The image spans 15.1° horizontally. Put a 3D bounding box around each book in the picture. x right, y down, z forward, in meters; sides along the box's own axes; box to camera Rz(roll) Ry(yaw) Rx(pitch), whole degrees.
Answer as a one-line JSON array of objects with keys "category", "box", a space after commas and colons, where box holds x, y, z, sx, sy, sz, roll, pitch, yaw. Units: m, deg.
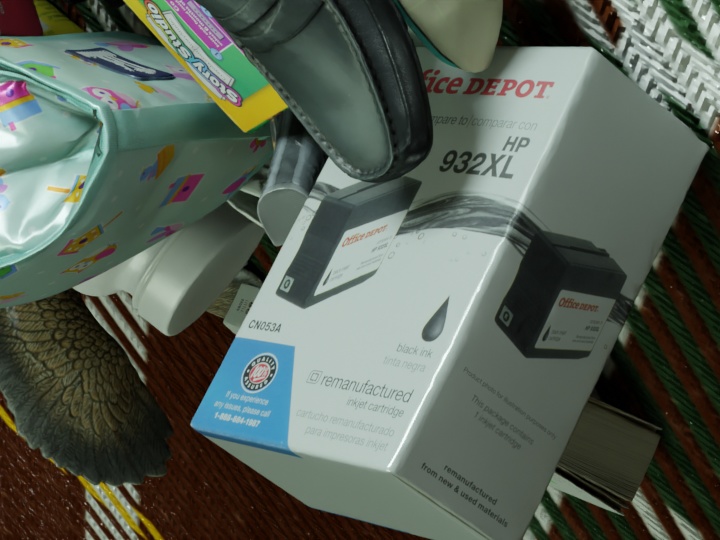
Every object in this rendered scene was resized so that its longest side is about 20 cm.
[{"category": "book", "box": [0.038, 0.058, 1.402, 0.134, 0.048, 0.200, 29, 172, -38]}]

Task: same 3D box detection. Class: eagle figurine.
[{"category": "eagle figurine", "box": [-0.168, 0.007, 1.611, 0.200, 0.151, 0.152, 43, 148, 28]}]

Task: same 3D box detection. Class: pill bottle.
[{"category": "pill bottle", "box": [-0.152, -0.059, 1.482, 0.200, 0.112, 0.112, 40, 156, 9]}]

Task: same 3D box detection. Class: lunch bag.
[{"category": "lunch bag", "box": [-0.153, -0.052, 1.318, 0.200, 0.170, 0.122, -18, 85, 30]}]

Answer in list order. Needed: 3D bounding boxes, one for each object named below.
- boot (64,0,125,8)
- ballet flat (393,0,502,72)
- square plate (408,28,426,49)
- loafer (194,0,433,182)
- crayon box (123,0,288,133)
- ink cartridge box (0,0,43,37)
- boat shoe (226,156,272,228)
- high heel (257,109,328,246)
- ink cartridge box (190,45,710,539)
[{"category": "boot", "box": [-0.178, -0.186, 1.259, 0.138, 0.077, 0.200, 51, -161, 9]}, {"category": "ballet flat", "box": [0.017, -0.170, 1.104, 0.200, 0.069, 0.069, 55, 154, -20]}, {"category": "square plate", "box": [-0.063, -0.182, 1.246, 0.198, 0.028, 0.200, 6, 136, 55]}, {"category": "loafer", "box": [-0.042, -0.119, 1.095, 0.068, 0.070, 0.201, -27, 96, 44]}, {"category": "crayon box", "box": [-0.077, -0.161, 1.194, 0.200, 0.058, 0.119, 48, 156, -9]}, {"category": "ink cartridge box", "box": [-0.267, -0.122, 1.293, 0.200, 0.147, 0.086, 2, -112, -67]}, {"category": "boat shoe", "box": [0.019, -0.003, 1.363, 0.200, 0.067, 0.074, 33, 155, 22]}, {"category": "high heel", "box": [0.000, 0.000, 1.312, 0.071, 0.143, 0.200, -7, 124, 14]}, {"category": "ink cartridge box", "box": [0.037, 0.007, 1.165, 0.084, 0.200, 0.145, 37, 162, -34]}]
